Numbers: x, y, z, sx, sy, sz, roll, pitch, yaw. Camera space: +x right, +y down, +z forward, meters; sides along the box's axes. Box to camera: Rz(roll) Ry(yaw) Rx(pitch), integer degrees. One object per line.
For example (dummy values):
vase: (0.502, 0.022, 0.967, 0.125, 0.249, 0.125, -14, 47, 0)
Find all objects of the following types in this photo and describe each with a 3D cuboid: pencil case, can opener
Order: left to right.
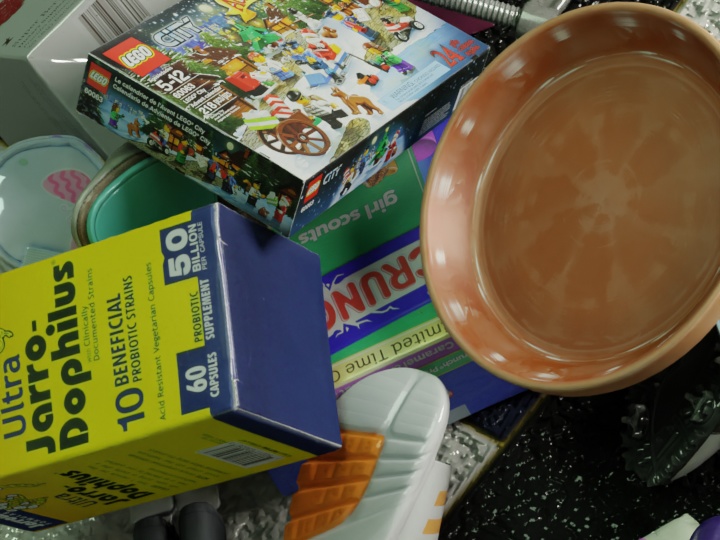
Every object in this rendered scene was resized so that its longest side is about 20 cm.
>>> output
pencil case: (-0.195, -0.005, 1.315, 0.083, 0.200, 0.091, 28, 63, -10)
can opener: (-0.104, 0.139, 1.245, 0.053, 0.067, 0.201, -19, 49, 12)

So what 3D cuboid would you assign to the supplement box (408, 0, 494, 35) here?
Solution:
supplement box: (-0.007, -0.229, 1.457, 0.130, 0.103, 0.201, -20, 48, 6)

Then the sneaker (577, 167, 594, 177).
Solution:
sneaker: (0.180, -0.048, 1.227, 0.199, 0.109, 0.070, -2, 54, 24)

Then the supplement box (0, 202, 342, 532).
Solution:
supplement box: (-0.125, 0.055, 1.195, 0.199, 0.109, 0.110, -17, 68, 25)

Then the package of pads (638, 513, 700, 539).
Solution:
package of pads: (0.102, 0.226, 1.080, 0.199, 0.068, 0.155, -26, 47, 3)

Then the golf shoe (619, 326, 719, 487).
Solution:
golf shoe: (0.211, 0.033, 1.177, 0.201, 0.094, 0.078, -58, 33, 11)

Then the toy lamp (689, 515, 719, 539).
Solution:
toy lamp: (0.203, 0.108, 1.085, 0.058, 0.059, 0.200, 13, 35, 32)

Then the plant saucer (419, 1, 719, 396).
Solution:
plant saucer: (0.118, -0.035, 1.162, 0.199, 0.032, 0.202, -13, 68, 35)

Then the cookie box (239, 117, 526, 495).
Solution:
cookie box: (0.000, 0.000, 1.297, 0.170, 0.075, 0.201, -24, 49, 6)

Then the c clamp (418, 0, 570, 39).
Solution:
c clamp: (0.052, -0.179, 1.327, 0.199, 0.027, 0.172, 23, 75, 11)

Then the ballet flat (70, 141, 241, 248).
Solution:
ballet flat: (-0.089, -0.056, 1.257, 0.199, 0.068, 0.063, -27, 33, -37)

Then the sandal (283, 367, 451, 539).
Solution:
sandal: (-0.002, 0.151, 1.200, 0.079, 0.059, 0.208, 19, 86, 45)

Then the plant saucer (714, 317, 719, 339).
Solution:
plant saucer: (0.269, 0.049, 1.110, 0.198, 0.019, 0.070, 2, 39, -9)

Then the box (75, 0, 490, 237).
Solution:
box: (-0.037, -0.102, 1.232, 0.136, 0.038, 0.200, 31, 37, 16)

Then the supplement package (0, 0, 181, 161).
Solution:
supplement package: (-0.155, -0.126, 1.390, 0.121, 0.120, 0.200, -47, 23, -15)
